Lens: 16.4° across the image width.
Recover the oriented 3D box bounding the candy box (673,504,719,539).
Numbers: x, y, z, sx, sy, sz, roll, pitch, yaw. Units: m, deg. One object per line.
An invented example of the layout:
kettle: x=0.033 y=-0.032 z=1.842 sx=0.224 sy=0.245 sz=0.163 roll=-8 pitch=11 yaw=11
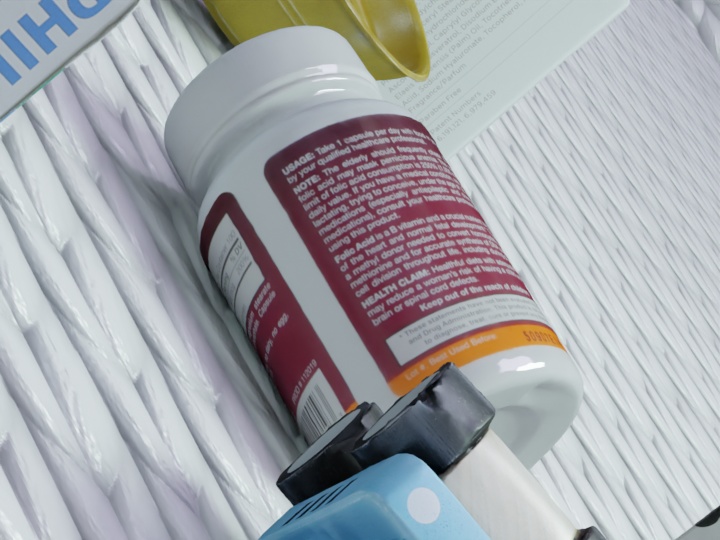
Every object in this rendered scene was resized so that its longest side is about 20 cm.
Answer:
candy box: x=0.161 y=0.165 z=0.983 sx=0.137 sy=0.200 sz=0.061 roll=55 pitch=16 yaw=14

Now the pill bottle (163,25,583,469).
pill bottle: x=0.000 y=0.000 z=1.069 sx=0.114 sy=0.114 sz=0.200 roll=25 pitch=30 yaw=-59

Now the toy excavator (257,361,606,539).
toy excavator: x=-0.002 y=0.127 z=0.812 sx=0.100 sy=0.200 sz=0.194 roll=49 pitch=-29 yaw=-4

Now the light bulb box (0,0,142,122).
light bulb box: x=-0.172 y=-0.151 z=0.900 sx=0.200 sy=0.125 sz=0.198 roll=49 pitch=14 yaw=-10

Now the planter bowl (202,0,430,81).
planter bowl: x=-0.045 y=-0.175 z=1.380 sx=0.201 sy=0.083 sz=0.201 roll=55 pitch=16 yaw=-24

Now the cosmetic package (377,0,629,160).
cosmetic package: x=0.036 y=-0.210 z=1.570 sx=0.200 sy=0.166 sz=0.168 roll=43 pitch=17 yaw=-23
